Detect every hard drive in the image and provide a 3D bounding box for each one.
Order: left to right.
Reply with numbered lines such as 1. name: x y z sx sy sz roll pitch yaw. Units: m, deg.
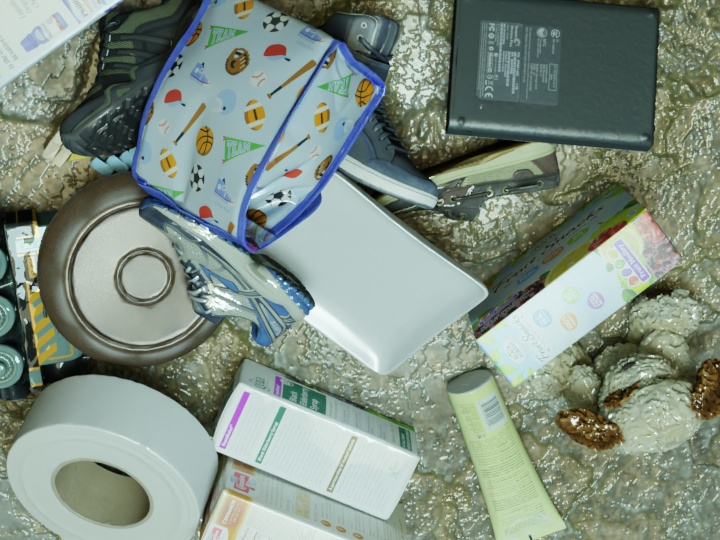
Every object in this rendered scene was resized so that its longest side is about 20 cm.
1. hard drive: 0.186 -0.193 1.468 0.200 0.033 0.140 5 81 -3

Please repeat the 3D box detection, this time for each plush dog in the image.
1. plush dog: 0.274 0.129 1.507 0.200 0.172 0.161 -23 105 3

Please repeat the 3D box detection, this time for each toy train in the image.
1. toy train: -0.332 0.031 1.513 0.114 0.085 0.200 -8 105 -10

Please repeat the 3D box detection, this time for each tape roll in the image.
1. tape roll: -0.247 0.198 1.514 0.202 0.071 0.203 8 134 8

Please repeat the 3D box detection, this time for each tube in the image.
1. tube: 0.146 0.200 1.590 0.058 0.052 0.200 -6 114 43

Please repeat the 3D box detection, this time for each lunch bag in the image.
1. lunch bag: -0.102 -0.132 1.384 0.170 0.124 0.200 29 86 35

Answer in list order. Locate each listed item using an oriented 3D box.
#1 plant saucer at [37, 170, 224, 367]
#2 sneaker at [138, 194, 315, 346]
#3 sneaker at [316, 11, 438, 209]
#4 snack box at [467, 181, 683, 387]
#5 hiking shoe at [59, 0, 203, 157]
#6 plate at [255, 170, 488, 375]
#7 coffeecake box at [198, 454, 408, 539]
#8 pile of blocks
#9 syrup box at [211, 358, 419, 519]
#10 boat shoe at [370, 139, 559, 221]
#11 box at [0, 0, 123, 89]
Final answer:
1. plant saucer: -0.213 0.003 1.486 0.200 0.032 0.200 -4 105 -16
2. sneaker: -0.139 0.006 1.454 0.200 0.077 0.085 38 96 -21
3. sneaker: 0.017 -0.159 1.441 0.202 0.077 0.146 36 99 22
4. snack box: 0.201 0.010 1.476 0.200 0.169 0.068 -37 100 8
5. hiking shoe: -0.219 -0.190 1.436 0.101 0.076 0.200 37 68 22
6. plate: 0.000 0.000 1.495 0.200 0.032 0.200 36 138 -10
7. coffeecake box: -0.057 0.259 1.540 0.200 0.154 0.073 23 102 -7
8. pile of blocks: -0.213 -0.125 1.482 0.200 0.062 0.082 -15 104 3
9. syrup box: -0.047 0.171 1.556 0.200 0.079 0.081 24 103 -7
10. boat shoe: 0.102 -0.078 1.499 0.200 0.073 0.065 -19 99 3
11. box: -0.304 -0.248 1.385 0.200 0.184 0.105 -34 105 7
